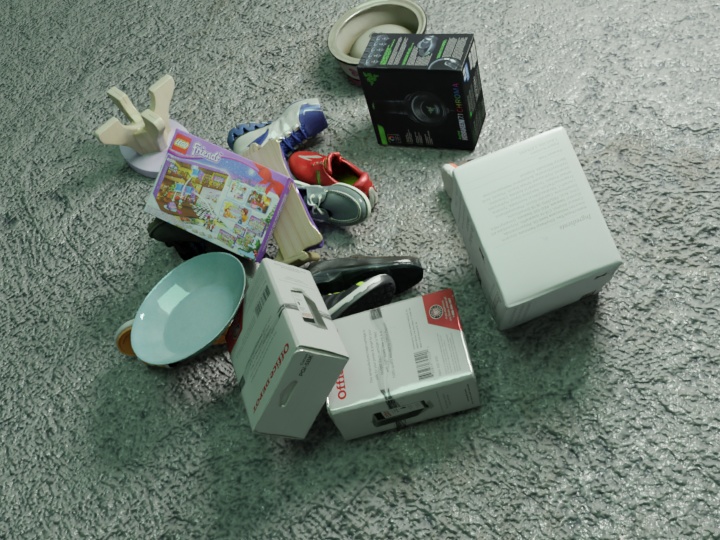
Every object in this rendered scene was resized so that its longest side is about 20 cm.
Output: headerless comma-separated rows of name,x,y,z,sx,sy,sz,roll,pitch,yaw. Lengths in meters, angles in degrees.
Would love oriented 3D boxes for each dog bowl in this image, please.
dog bowl,0.039,-0.436,1.612,0.196,0.074,0.203,-9,51,11

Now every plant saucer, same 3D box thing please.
plant saucer,-0.244,0.062,1.221,0.197,0.039,0.204,-19,43,19

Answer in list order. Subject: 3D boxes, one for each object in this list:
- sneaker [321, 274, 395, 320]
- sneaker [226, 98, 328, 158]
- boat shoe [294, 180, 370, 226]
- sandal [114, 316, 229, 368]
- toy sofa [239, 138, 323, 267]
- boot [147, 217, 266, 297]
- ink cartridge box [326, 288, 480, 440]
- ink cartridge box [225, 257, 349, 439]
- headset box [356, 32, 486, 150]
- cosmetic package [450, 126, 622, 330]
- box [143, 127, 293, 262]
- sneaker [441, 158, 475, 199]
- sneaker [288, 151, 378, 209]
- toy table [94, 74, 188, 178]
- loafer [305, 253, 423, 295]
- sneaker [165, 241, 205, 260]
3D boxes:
sneaker,-0.043,0.054,1.236,0.198,0.072,0.083,-34,53,0
sneaker,-0.147,-0.222,1.507,0.196,0.081,0.117,-19,52,12
boat shoe,-0.073,-0.107,1.377,0.197,0.074,0.061,14,26,34
sandal,-0.285,0.112,1.278,0.202,0.080,0.060,-8,47,9
toy sofa,-0.127,-0.102,1.325,0.096,0.083,0.203,-27,84,9
boot,-0.231,-0.011,1.323,0.178,0.073,0.204,-20,81,4
ink cartridge box,0.051,0.129,1.143,0.196,0.084,0.149,-15,50,6
ink cartridge box,-0.105,0.105,1.131,0.148,0.082,0.201,-60,33,23
headset box,0.101,-0.305,1.421,0.196,0.176,0.094,8,54,22
cosmetic package,0.232,-0.051,1.142,0.162,0.165,0.204,-20,74,1
box,-0.217,-0.114,1.277,0.197,0.039,0.139,24,92,9
sneaker,0.206,-0.121,1.310,0.081,0.078,0.201,-26,50,-14
sneaker,-0.048,-0.171,1.422,0.198,0.086,0.077,28,63,33
toy table,-0.409,-0.274,1.599,0.197,0.118,0.185,20,61,31
loafer,0.000,0.000,1.282,0.195,0.074,0.073,-7,46,10
sneaker,-0.253,-0.056,1.405,0.197,0.077,0.112,22,68,22
